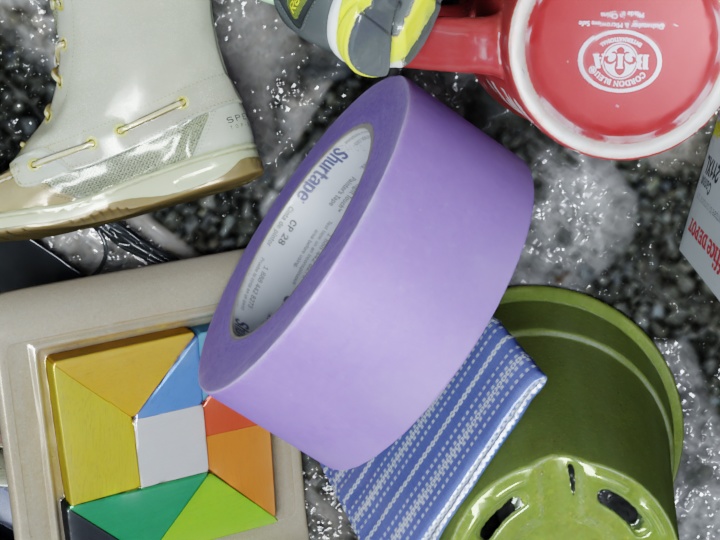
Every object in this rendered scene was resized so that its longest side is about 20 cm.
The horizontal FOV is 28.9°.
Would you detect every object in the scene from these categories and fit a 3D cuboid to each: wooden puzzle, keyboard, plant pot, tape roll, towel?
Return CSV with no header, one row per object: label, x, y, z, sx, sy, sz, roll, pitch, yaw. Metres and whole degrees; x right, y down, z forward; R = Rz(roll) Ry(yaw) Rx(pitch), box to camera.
wooden puzzle,-0.119,0.099,0.832,0.184,0.037,0.201,-11,102,-25
keyboard,-0.172,0.015,0.863,0.200,0.021,0.127,36,103,-9
plant pot,0.105,0.129,0.800,0.199,0.190,0.202,0,104,1
tape roll,0.000,0.000,0.758,0.085,0.200,0.200,33,103,-17
towel,0.030,0.074,0.785,0.024,0.200,0.145,27,103,-24

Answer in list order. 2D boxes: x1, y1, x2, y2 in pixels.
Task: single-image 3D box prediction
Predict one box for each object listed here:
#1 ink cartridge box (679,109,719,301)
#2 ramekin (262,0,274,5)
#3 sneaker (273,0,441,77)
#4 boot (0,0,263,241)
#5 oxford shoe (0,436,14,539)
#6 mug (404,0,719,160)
ink cartridge box,0.251,-0.078,0.766,0.082,0.146,0.201,13,104,-1
ramekin,-0.017,-0.244,0.752,0.198,0.098,0.201,0,104,1
sneaker,0.016,-0.197,0.674,0.084,0.074,0.201,24,86,33
boot,-0.166,-0.103,0.796,0.199,0.072,0.156,-13,91,7
oxford shoe,-0.169,0.176,0.875,0.199,0.074,0.071,26,104,-5
mug,0.104,-0.116,0.731,0.177,0.200,0.134,-31,103,8
